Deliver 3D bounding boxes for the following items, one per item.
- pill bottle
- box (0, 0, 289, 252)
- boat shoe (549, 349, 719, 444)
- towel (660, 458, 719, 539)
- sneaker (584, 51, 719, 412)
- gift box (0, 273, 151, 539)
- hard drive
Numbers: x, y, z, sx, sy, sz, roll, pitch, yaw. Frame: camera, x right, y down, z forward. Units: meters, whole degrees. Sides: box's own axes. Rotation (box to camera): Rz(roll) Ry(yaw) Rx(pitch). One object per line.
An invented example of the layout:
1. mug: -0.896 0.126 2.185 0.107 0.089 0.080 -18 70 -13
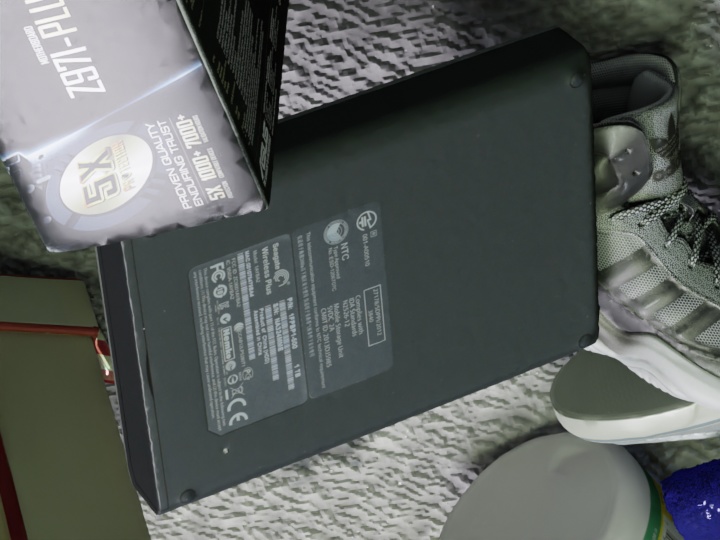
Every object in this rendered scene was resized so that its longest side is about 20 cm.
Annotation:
1. pill bottle: 0.132 0.174 1.375 0.113 0.113 0.200 -27 126 24
2. box: -0.089 -0.135 1.040 0.086 0.200 0.164 -11 131 13
3. boat shoe: 0.186 0.050 1.288 0.200 0.070 0.072 -15 127 12
4. towel: 0.248 0.098 1.268 0.148 0.050 0.200 33 143 -33
5. sneaker: 0.128 -0.018 1.201 0.200 0.076 0.114 22 129 9
6. gift box: -0.194 0.107 1.282 0.200 0.187 0.185 7 133 -31
7. hard drive: 0.000 0.000 1.120 0.200 0.033 0.140 -20 127 -21
